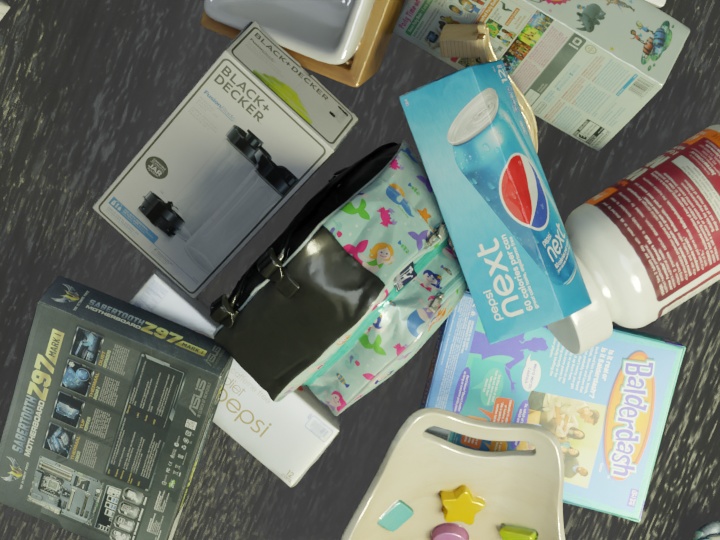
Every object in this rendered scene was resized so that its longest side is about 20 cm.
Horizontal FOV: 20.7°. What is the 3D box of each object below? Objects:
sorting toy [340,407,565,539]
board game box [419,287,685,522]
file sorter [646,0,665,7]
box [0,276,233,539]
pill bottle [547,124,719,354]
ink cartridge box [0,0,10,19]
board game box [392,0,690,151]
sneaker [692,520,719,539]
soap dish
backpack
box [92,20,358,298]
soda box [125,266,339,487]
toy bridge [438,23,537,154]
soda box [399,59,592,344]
[{"bbox_3d":[0.082,0.194,1.575,0.198,0.107,0.181,11,119,-3],"label":"sorting toy"},{"bbox_3d":[0.153,0.109,1.629,0.199,0.045,0.153,15,94,-2],"label":"board game box"},{"bbox_3d":[0.182,-0.312,1.551,0.199,0.125,0.140,21,94,-3],"label":"file sorter"},{"bbox_3d":[-0.202,0.123,1.573,0.157,0.051,0.201,21,118,3],"label":"box"},{"bbox_3d":[0.232,-0.023,1.572,0.199,0.110,0.110,-31,96,-9],"label":"pill bottle"},{"bbox_3d":[-0.388,-0.167,1.575,0.116,0.068,0.200,37,93,-5],"label":"ink cartridge box"},{"bbox_3d":[0.138,-0.190,1.544,0.199,0.148,0.065,30,67,-5],"label":"board game box"},{"bbox_3d":[0.291,0.259,1.644,0.199,0.078,0.087,-29,84,-6],"label":"sneaker"},{"bbox_3d":[-0.024,-0.260,1.546,0.157,0.081,0.201,23,96,26],"label":"soap dish"},{"bbox_3d":[0.000,0.000,1.535,0.150,0.200,0.178,40,133,-6],"label":"backpack"},{"bbox_3d":[-0.109,-0.085,1.548,0.117,0.060,0.200,43,124,-6],"label":"box"},{"bbox_3d":[-0.110,0.084,1.607,0.200,0.068,0.064,41,96,-5],"label":"soda box"},{"bbox_3d":[0.106,-0.108,1.559,0.067,0.027,0.201,2,128,15],"label":"toy bridge"},{"bbox_3d":[0.103,-0.053,1.488,0.068,0.064,0.201,-20,91,29],"label":"soda box"}]
